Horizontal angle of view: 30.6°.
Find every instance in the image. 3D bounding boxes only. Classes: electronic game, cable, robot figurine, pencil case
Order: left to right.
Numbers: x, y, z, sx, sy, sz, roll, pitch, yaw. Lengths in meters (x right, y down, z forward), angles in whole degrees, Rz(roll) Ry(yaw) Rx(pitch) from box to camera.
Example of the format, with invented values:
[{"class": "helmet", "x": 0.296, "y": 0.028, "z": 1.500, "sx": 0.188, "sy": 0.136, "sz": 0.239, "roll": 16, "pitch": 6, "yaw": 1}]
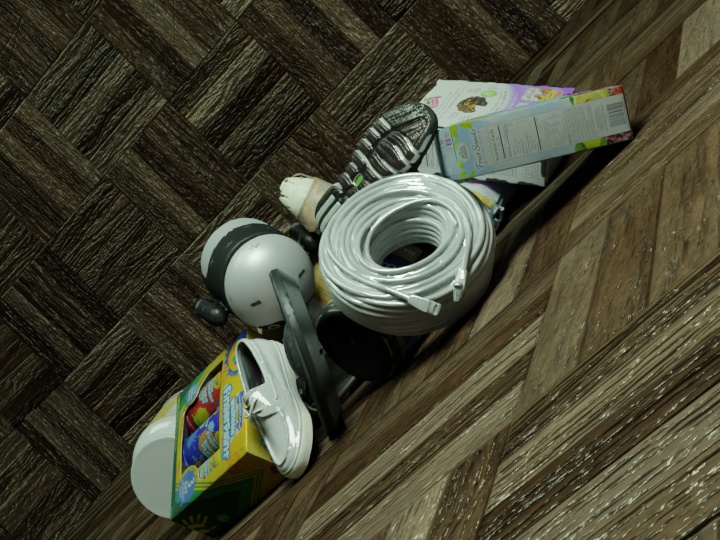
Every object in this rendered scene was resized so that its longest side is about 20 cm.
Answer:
[{"class": "robot figurine", "x": -0.133, "y": 0.004, "z": 1.689, "sx": 0.200, "sy": 0.124, "sz": 0.152, "roll": 29, "pitch": 104, "yaw": 64}, {"class": "electronic game", "x": -0.066, "y": 0.093, "z": 1.524, "sx": 0.041, "sy": 0.202, "sz": 0.200, "roll": -20, "pitch": 3, "yaw": -4}, {"class": "cable", "x": 0.054, "y": -0.020, "z": 1.459, "sx": 0.198, "sy": 0.070, "sz": 0.201, "roll": 10, "pitch": 51, "yaw": 27}, {"class": "pencil case", "x": 0.168, "y": -0.107, "z": 1.762, "sx": 0.090, "sy": 0.084, "sz": 0.200, "roll": -24, "pitch": 17, "yaw": 32}]

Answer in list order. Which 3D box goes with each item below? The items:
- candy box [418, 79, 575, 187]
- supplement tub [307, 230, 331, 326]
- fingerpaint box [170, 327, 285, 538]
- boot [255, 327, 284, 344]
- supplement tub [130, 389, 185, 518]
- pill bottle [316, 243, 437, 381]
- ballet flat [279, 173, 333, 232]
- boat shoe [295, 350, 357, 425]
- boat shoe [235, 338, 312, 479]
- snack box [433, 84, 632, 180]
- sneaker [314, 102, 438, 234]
[{"class": "candy box", "x": 0.171, "y": -0.186, "z": 1.745, "sx": 0.168, "sy": 0.198, "sz": 0.072, "roll": -52, "pitch": -37, "yaw": -52}, {"class": "supplement tub", "x": 0.000, "y": 0.000, "z": 1.728, "sx": 0.145, "sy": 0.144, "sz": 0.202, "roll": -63, "pitch": -2, "yaw": -75}, {"class": "fingerpaint box", "x": -0.163, "y": 0.202, "z": 1.646, "sx": 0.167, "sy": 0.073, "sz": 0.201, "roll": -42, "pitch": 34, "yaw": 32}, {"class": "boot", "x": -0.085, "y": 0.151, "z": 1.804, "sx": 0.072, "sy": 0.201, "sz": 0.156, "roll": -21, "pitch": -33, "yaw": 5}, {"class": "supplement tub", "x": -0.251, "y": 0.267, "z": 1.930, "sx": 0.145, "sy": 0.145, "sz": 0.200, "roll": -45, "pitch": 5, "yaw": 14}, {"class": "pill bottle", "x": 0.042, "y": 0.028, "z": 1.560, "sx": 0.200, "sy": 0.112, "sz": 0.112, "roll": -50, "pitch": 7, "yaw": -38}, {"class": "ballet flat", "x": -0.072, "y": -0.092, "z": 1.690, "sx": 0.069, "sy": 0.067, "sz": 0.200, "roll": -63, "pitch": 9, "yaw": 2}, {"class": "boat shoe", "x": -0.051, "y": 0.146, "z": 1.658, "sx": 0.200, "sy": 0.074, "sz": 0.060, "roll": -44, "pitch": 10, "yaw": 7}, {"class": "boat shoe", "x": -0.107, "y": 0.155, "z": 1.538, "sx": 0.072, "sy": 0.068, "sz": 0.201, "roll": -51, "pitch": 37, "yaw": 36}, {"class": "snack box", "x": 0.191, "y": -0.155, "z": 1.504, "sx": 0.198, "sy": 0.068, "sz": 0.169, "roll": -15, "pitch": 4, "yaw": -3}, {"class": "sneaker", "x": 0.039, "y": -0.113, "z": 1.582, "sx": 0.200, "sy": 0.076, "sz": 0.115, "roll": -46, "pitch": -32, "yaw": 20}]
